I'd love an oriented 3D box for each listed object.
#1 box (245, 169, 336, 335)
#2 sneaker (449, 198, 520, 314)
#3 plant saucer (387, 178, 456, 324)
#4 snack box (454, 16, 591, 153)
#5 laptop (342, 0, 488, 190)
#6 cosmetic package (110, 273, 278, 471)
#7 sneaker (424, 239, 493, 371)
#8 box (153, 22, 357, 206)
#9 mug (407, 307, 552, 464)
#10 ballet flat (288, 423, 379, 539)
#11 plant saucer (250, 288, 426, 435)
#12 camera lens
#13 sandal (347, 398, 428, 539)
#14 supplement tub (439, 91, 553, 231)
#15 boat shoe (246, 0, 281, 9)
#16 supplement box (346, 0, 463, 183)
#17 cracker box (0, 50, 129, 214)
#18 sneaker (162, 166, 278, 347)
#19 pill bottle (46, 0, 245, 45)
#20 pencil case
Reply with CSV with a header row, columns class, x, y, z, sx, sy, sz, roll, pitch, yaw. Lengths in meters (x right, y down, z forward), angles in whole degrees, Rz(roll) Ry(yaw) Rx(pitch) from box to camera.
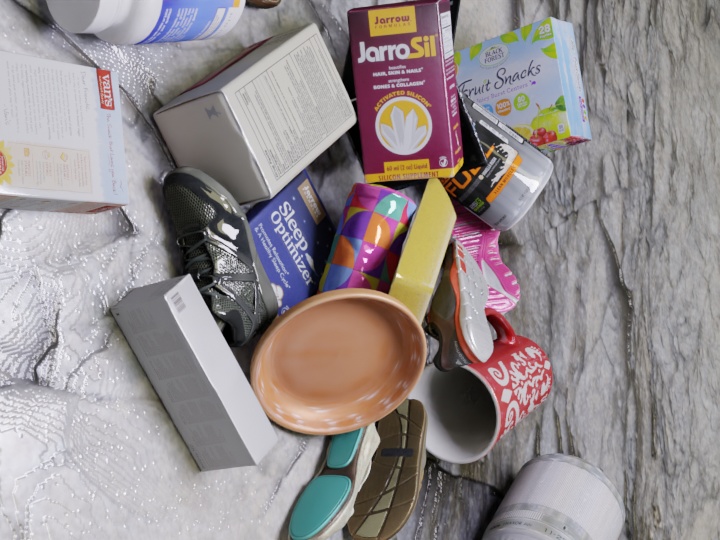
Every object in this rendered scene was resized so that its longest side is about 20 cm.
class,x,y,z,sx,sy,sz,roll,pitch,yaw
box,-0.081,-0.031,1.434,0.122,0.032,0.200,62,39,-19
sneaker,0.155,-0.014,1.701,0.081,0.088,0.201,-4,61,-13
plant saucer,0.063,0.019,1.471,0.201,0.048,0.201,-69,175,-46
snack box,0.210,-0.240,1.724,0.067,0.199,0.170,1,79,-52
laptop,0.072,-0.221,1.562,0.103,0.176,0.201,-40,111,-49
cosmetic package,-0.166,0.106,1.248,0.051,0.082,0.201,-47,118,-49
sneaker,0.109,0.042,1.523,0.077,0.082,0.201,47,27,-31
box,-0.112,-0.170,1.370,0.200,0.108,0.129,-46,118,-47
mug,0.175,0.142,1.611,0.133,0.178,0.200,38,27,20
ballet flat,-0.020,0.247,1.410,0.063,0.067,0.201,62,40,-34
plant saucer,-0.026,0.097,1.364,0.200,0.200,0.038,43,16,-36
camera lens,0.254,0.357,1.647,0.200,0.159,0.161,-49,118,-46
sandal,0.042,0.246,1.491,0.054,0.080,0.201,71,28,-44
supplement tub,0.145,-0.154,1.637,0.199,0.123,0.123,35,49,-5
boat shoe,-0.122,-0.413,1.453,0.075,0.073,0.202,-8,87,-52
supplement box,0.054,-0.210,1.442,0.086,0.109,0.202,-51,136,-71
cracker box,-0.312,-0.127,1.146,0.199,0.057,0.135,2,79,-51
sneaker,-0.161,-0.005,1.288,0.114,0.076,0.201,-50,125,-53
pill bottle,-0.219,-0.289,1.264,0.199,0.111,0.113,-19,95,-53
pencil case,0.000,0.000,1.430,0.088,0.088,0.201,21,87,-47
